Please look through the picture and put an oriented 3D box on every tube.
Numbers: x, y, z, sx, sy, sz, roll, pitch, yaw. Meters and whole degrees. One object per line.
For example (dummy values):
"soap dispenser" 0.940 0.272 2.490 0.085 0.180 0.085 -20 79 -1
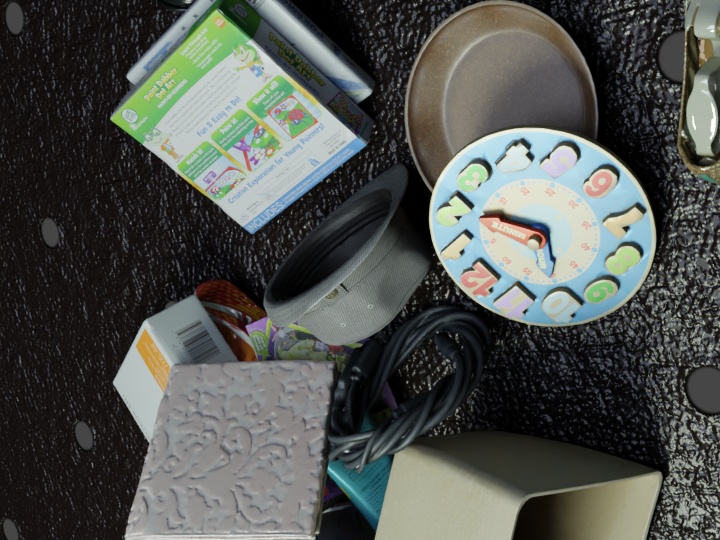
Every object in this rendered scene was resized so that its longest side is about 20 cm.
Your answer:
"tube" 0.031 0.235 1.104 0.050 0.077 0.201 -21 107 53

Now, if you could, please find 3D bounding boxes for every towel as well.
"towel" -0.119 0.175 1.069 0.189 0.201 0.032 -3 139 14

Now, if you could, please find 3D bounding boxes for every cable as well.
"cable" 0.044 0.114 1.034 0.162 0.201 0.051 -15 119 32

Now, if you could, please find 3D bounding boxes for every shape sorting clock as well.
"shape sorting clock" 0.155 -0.033 0.953 0.198 0.039 0.202 13 130 16

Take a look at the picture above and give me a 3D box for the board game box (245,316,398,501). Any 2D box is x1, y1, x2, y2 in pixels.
"board game box" -0.029 0.127 1.149 0.119 0.032 0.202 -22 85 1

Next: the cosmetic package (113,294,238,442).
"cosmetic package" -0.214 0.120 1.261 0.102 0.071 0.200 55 148 10

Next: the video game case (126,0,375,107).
"video game case" -0.114 -0.193 1.115 0.182 0.022 0.199 40 131 -21

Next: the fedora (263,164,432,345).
"fedora" 0.000 0.000 1.072 0.200 0.177 0.090 -41 109 12

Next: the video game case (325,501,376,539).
"video game case" 0.034 0.347 1.196 0.142 0.018 0.202 -18 89 39

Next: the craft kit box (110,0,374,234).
"craft kit box" -0.121 -0.152 1.113 0.197 0.049 0.199 38 133 -23

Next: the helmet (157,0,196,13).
"helmet" -0.180 -0.376 1.080 0.200 0.199 0.192 -48 53 35

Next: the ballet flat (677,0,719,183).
"ballet flat" 0.278 -0.166 0.847 0.070 0.065 0.202 4 103 38

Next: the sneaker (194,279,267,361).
"sneaker" -0.114 0.091 1.232 0.200 0.073 0.078 44 145 27

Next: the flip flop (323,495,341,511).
"flip flop" -0.083 0.258 1.244 0.199 0.057 0.082 -35 75 33

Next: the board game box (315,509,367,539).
"board game box" -0.004 0.330 1.085 0.041 0.200 0.200 -46 71 8

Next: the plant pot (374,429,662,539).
"plant pot" 0.122 0.246 0.989 0.176 0.198 0.202 24 107 46

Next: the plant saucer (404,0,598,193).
"plant saucer" 0.130 -0.140 0.991 0.199 0.036 0.203 11 108 37
